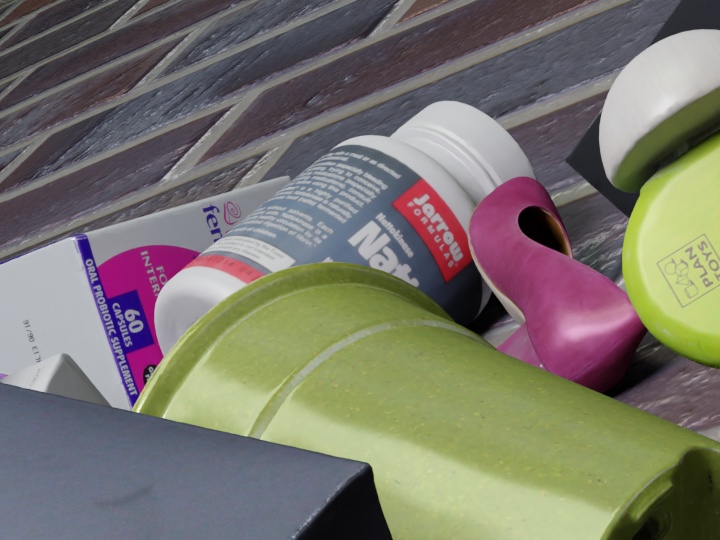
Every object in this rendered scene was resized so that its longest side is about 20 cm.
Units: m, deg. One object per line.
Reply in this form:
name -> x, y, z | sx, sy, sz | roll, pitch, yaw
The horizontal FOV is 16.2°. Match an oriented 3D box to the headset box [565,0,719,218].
headset box -> 0.208, -0.114, 1.218 | 0.200, 0.093, 0.174 | -42, -9, -38

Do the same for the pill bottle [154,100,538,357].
pill bottle -> 0.000, 0.000, 1.322 | 0.200, 0.120, 0.119 | -41, 19, -31

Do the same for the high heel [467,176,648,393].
high heel -> 0.102, -0.004, 1.228 | 0.096, 0.067, 0.200 | -34, 18, 25

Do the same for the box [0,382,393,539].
box -> -0.078, 0.152, 0.771 | 0.196, 0.201, 0.117 | 9, 39, 37

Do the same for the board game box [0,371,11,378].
board game box -> -0.205, 0.104, 1.228 | 0.199, 0.105, 0.103 | 12, 70, 35

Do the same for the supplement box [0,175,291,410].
supplement box -> -0.115, 0.022, 1.396 | 0.103, 0.102, 0.200 | -19, 1, 34

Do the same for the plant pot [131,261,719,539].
plant pot -> 0.043, 0.106, 0.849 | 0.200, 0.201, 0.189 | -40, 30, -30

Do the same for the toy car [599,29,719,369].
toy car -> 0.201, -0.024, 1.017 | 0.199, 0.176, 0.150 | -30, -19, 3

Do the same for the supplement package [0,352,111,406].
supplement package -> -0.178, 0.172, 1.016 | 0.199, 0.147, 0.192 | -23, 29, 25
